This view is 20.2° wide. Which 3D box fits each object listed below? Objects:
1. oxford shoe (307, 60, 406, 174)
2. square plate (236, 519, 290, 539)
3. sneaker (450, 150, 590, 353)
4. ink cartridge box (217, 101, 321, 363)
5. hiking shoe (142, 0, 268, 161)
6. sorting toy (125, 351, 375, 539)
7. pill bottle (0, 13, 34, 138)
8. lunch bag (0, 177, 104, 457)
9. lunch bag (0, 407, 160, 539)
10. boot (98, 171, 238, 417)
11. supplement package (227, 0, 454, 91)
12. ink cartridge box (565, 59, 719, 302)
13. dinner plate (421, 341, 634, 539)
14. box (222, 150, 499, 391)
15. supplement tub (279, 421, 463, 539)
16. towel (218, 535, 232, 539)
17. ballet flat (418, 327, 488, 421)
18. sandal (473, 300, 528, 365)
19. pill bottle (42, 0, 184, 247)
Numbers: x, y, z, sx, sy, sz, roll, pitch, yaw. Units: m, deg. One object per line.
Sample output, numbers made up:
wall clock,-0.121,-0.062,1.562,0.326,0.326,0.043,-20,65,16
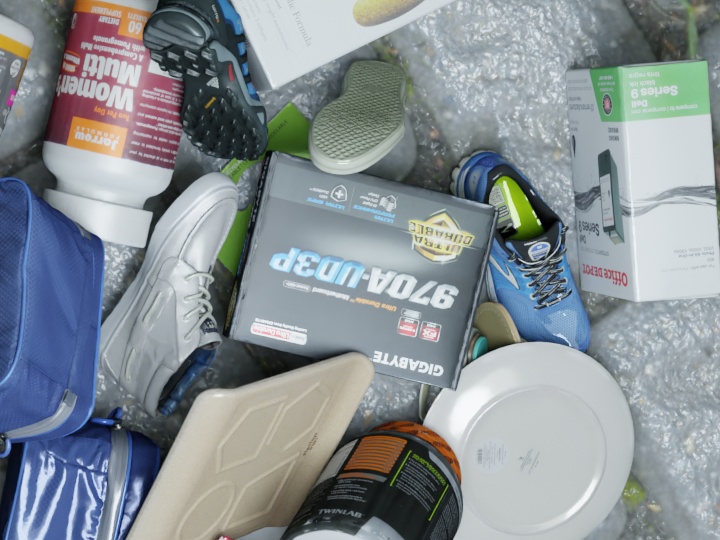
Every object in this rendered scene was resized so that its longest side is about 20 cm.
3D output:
oxford shoe,0.001,-0.115,1.669,0.075,0.200,0.058,12,117,4
square plate,-0.062,0.268,1.711,0.199,0.028,0.199,-7,70,-8
sneaker,0.144,-0.008,1.750,0.078,0.089,0.200,-30,102,-8
ink cartridge box,-0.035,-0.022,1.716,0.148,0.076,0.200,-46,103,-6
hiking shoe,-0.110,-0.164,1.612,0.074,0.200,0.087,6,60,16
sorting toy,-0.092,0.148,1.606,0.036,0.200,0.186,41,118,27
pill bottle,-0.347,-0.119,1.622,0.116,0.116,0.201,19,90,-13
lunch bag,-0.275,0.044,1.552,0.135,0.132,0.201,-7,68,25
lunch bag,-0.229,0.209,1.652,0.132,0.136,0.201,13,90,-13
boot,-0.138,0.024,1.661,0.073,0.096,0.200,4,123,-53
supplement package,-0.018,-0.242,1.687,0.199,0.110,0.114,-28,100,-9
ink cartridge box,0.243,-0.078,1.737,0.084,0.146,0.201,-6,95,-12
dinner plate,0.145,0.160,1.730,0.199,0.024,0.201,-3,104,-13
box,0.000,0.000,1.664,0.199,0.046,0.160,14,91,-13
supplement tub,0.011,0.209,1.627,0.122,0.200,0.123,8,115,16
towel,-0.071,0.318,1.653,0.200,0.022,0.145,33,100,-16
ballet flat,0.085,0.144,1.766,0.063,0.067,0.201,-1,106,19
sandal,0.154,0.118,1.781,0.069,0.078,0.213,-20,104,-31
pill bottle,-0.200,-0.126,1.656,0.109,0.110,0.201,12,91,-13
